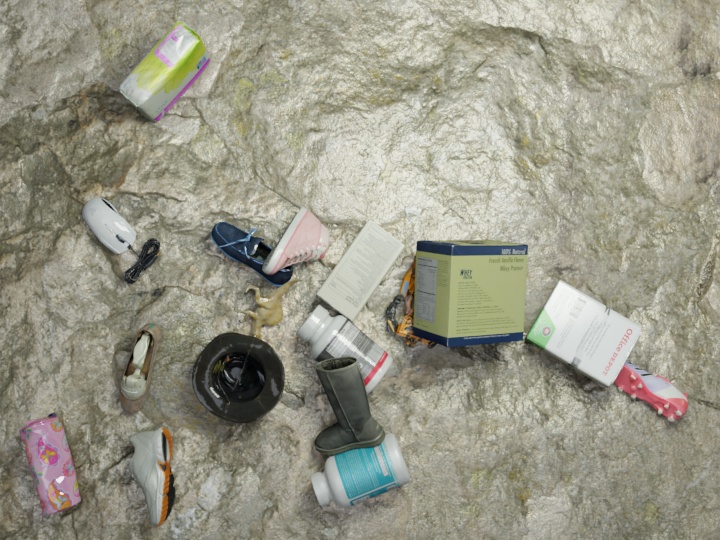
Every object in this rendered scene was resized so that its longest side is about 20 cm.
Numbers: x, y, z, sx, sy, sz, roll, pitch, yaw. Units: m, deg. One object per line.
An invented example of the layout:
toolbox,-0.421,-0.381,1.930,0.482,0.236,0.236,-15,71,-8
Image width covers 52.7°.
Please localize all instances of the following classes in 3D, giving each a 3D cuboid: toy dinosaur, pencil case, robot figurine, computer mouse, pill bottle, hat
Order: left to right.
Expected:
pencil case,-0.656,0.410,1.536,0.086,0.087,0.203,-18,88,-3
computer mouse,-0.531,-0.076,1.576,0.200,0.044,0.110,44,88,0
hat,-0.255,0.231,1.559,0.197,0.081,0.204,-1,81,3
toy dinosaur,-0.207,0.070,1.577,0.101,0.058,0.201,34,105,-6
pill bottle,-0.037,0.168,1.551,0.199,0.111,0.111,40,87,0
pill bottle,-0.002,0.432,1.543,0.198,0.111,0.112,-20,89,-3
robot figurine,0.137,0.071,1.586,0.143,0.058,0.203,18,87,-3

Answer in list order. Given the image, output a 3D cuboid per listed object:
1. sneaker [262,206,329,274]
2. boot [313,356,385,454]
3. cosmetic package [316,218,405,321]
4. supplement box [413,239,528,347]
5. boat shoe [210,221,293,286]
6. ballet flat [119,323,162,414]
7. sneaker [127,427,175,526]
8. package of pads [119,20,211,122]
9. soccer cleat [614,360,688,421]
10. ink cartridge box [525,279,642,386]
sneaker,-0.126,-0.044,1.537,0.104,0.075,0.201,38,43,-9
boot,-0.051,0.282,1.513,0.180,0.073,0.202,-17,118,19
cosmetic package,0.000,0.000,1.578,0.105,0.071,0.201,37,87,-1
supplement box,0.227,0.041,1.507,0.198,0.134,0.203,-2,97,-29
boat shoe,-0.226,-0.050,1.567,0.198,0.069,0.085,30,50,-9
ballet flat,-0.479,0.211,1.555,0.067,0.067,0.203,13,88,-1
sneaker,-0.451,0.441,1.552,0.091,0.076,0.203,-5,80,5
package of pads,-0.409,-0.417,1.538,0.068,0.155,0.200,40,87,0
soccer cleat,0.633,0.250,1.605,0.199,0.067,0.077,35,49,8
ink cartridge box,0.477,0.137,1.566,0.199,0.084,0.147,32,87,12
